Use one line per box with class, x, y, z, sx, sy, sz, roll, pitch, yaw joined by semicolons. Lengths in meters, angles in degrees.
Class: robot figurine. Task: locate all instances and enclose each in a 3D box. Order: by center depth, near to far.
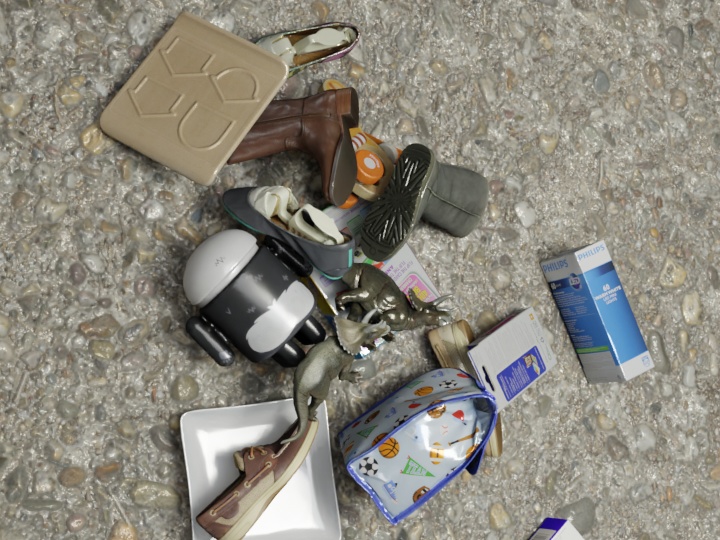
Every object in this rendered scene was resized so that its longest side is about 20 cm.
robot figurine;-0.139;0.039;1.337;0.200;0.125;0.150;45;33;-10

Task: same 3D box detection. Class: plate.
plate;-0.132;0.274;1.352;0.199;0.032;0.201;-5;84;-20

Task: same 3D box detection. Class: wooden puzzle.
wooden puzzle;-0.216;-0.224;1.357;0.185;0.046;0.200;28;76;16

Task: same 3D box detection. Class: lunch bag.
lunch bag;0.083;0.214;1.341;0.200;0.170;0.124;-39;99;-2

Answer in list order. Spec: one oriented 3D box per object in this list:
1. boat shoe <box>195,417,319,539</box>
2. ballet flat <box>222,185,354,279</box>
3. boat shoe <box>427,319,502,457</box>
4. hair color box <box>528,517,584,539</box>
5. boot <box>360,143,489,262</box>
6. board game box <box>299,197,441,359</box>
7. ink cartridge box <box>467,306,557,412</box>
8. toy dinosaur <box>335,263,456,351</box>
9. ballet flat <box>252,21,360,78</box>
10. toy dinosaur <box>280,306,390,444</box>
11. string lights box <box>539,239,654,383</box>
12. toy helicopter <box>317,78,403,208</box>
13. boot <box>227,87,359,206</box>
boat shoe;-0.131;0.253;1.303;0.072;0.072;0.200;41;73;-7
ballet flat;-0.088;-0.067;1.315;0.200;0.073;0.073;34;70;14
boat shoe;0.151;0.173;1.461;0.064;0.071;0.201;-18;86;14
hair color box;0.310;0.465;1.473;0.109;0.065;0.200;-42;96;-21
boot;0.095;-0.077;1.430;0.072;0.200;0.182;32;94;26
board game box;0.000;0.000;1.436;0.153;0.040;0.200;-34;95;-21
ink cartridge box;0.208;0.127;1.452;0.200;0.037;0.095;-27;93;-53
toy dinosaur;0.020;0.039;1.380;0.200;0.077;0.102;33;55;-2
ballet flat;-0.088;-0.309;1.432;0.200;0.071;0.069;-22;91;-22
toy dinosaur;-0.051;0.127;1.303;0.077;0.102;0.200;35;65;31
string lights box;0.349;0.064;1.524;0.059;0.103;0.201;-22;91;-21
toy helicopter;-0.001;-0.182;1.427;0.132;0.079;0.200;-6;64;-40
boot;-0.105;-0.153;1.344;0.199;0.064;0.187;-5;55;17
